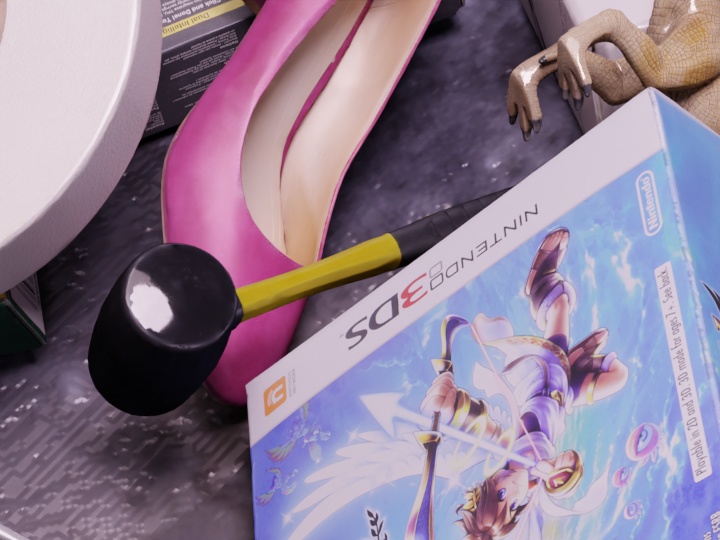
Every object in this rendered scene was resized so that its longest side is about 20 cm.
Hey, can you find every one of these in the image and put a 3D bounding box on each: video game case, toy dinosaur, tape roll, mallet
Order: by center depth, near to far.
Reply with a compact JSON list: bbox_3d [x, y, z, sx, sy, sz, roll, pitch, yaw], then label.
[{"bbox_3d":[0.045,0.070,0.890,0.181,0.045,0.200,-38,38,28],"label":"video game case"},{"bbox_3d":[0.104,-0.069,0.992,0.101,0.200,0.058,-15,16,-23],"label":"toy dinosaur"},{"bbox_3d":[0.000,0.000,0.998,0.200,0.066,0.041,-17,73,-31],"label":"mallet"},{"bbox_3d":[-0.166,-0.079,1.013,0.202,0.037,0.203,-3,72,10],"label":"tape roll"}]

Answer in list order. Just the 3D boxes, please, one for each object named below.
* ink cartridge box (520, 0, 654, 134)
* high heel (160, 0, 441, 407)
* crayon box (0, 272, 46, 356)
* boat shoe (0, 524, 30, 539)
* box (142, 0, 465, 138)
[{"bbox_3d":[0.126,-0.136,1.106,0.145,0.084,0.200,-16,46,-3],"label":"ink cartridge box"},{"bbox_3d":[-0.008,-0.051,1.032,0.096,0.067,0.200,-9,58,32],"label":"high heel"},{"bbox_3d":[-0.213,-0.055,1.064,0.172,0.058,0.200,-12,70,6],"label":"crayon box"},{"bbox_3d":[-0.100,0.111,0.855,0.202,0.065,0.074,32,59,18],"label":"boat shoe"},{"bbox_3d":[-0.081,-0.132,1.152,0.200,0.049,0.161,-23,53,-5],"label":"box"}]
